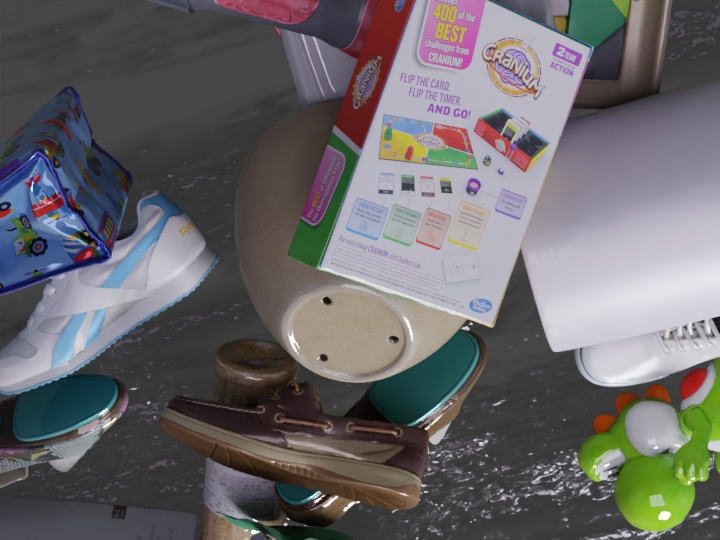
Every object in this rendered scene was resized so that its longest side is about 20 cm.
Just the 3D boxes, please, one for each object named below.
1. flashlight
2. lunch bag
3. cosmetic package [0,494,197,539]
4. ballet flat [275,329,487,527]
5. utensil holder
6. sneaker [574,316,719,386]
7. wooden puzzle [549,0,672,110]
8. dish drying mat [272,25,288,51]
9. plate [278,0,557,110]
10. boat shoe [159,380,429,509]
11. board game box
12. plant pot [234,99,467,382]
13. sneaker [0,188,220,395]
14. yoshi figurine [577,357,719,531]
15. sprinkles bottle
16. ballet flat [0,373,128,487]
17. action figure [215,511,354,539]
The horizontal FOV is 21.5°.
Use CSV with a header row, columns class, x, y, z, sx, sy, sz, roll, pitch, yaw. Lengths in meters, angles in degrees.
class,x,y,z,sx,sy,sz,roll,pitch,yaw
flashlight,-0.051,-0.186,1.271,0.199,0.068,0.068,16,116,7
lunch bag,-0.274,-0.026,1.352,0.199,0.151,0.094,-28,110,11
cosmetic package,-0.231,0.241,1.487,0.199,0.113,0.082,7,113,-6
ballet flat,0.023,0.127,1.460,0.200,0.068,0.072,-43,142,-6
utensil holder,0.213,-0.041,1.345,0.199,0.170,0.171,-15,112,9
sneaker,0.255,0.035,1.419,0.199,0.071,0.073,-22,94,4
wooden puzzle,0.123,-0.203,1.343,0.199,0.037,0.186,4,113,-2
dish drying mat,0.023,-0.212,1.324,0.199,0.018,0.077,-26,105,24
plate,0.027,-0.186,1.307,0.198,0.032,0.201,-11,112,19
boat shoe,-0.046,0.116,1.396,0.199,0.072,0.072,14,71,5
board game box,0.055,-0.079,1.235,0.152,0.040,0.201,19,92,-35
plant pot,0.000,0.000,1.341,0.199,0.135,0.201,5,134,5
sneaker,-0.205,0.019,1.420,0.199,0.077,0.081,-35,101,7
yoshi figurine,0.269,0.137,1.452,0.199,0.112,0.113,-23,118,12
sprinkles bottle,-0.088,0.156,1.475,0.068,0.068,0.201,5,113,-3
ballet flat,-0.264,0.132,1.472,0.199,0.069,0.071,-15,130,10
action figure,-0.018,0.232,1.466,0.118,0.200,0.055,25,89,34
